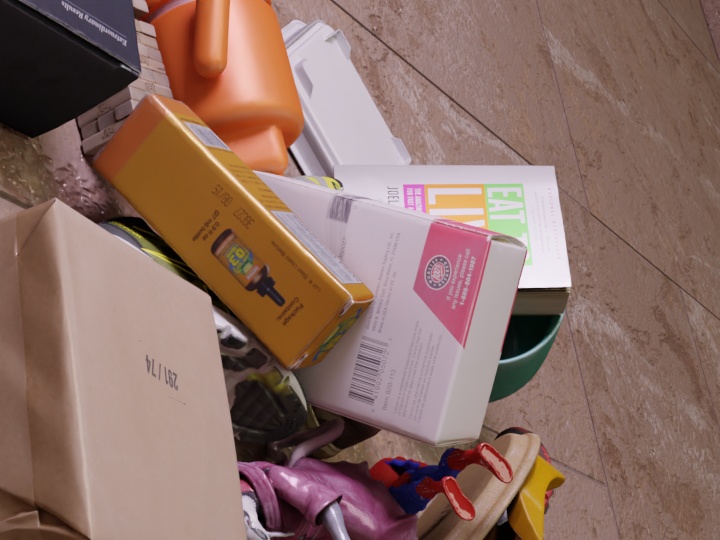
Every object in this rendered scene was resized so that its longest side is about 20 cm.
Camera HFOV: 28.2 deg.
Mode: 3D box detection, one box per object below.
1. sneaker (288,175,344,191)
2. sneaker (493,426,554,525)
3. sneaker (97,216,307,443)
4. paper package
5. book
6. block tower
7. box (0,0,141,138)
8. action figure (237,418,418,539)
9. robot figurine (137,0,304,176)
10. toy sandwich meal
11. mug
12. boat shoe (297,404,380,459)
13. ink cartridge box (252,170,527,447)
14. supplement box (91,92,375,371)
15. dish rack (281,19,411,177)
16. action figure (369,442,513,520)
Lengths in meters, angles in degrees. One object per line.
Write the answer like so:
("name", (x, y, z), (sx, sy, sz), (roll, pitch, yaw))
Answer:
("sneaker", (0.000, 0.000, 1.158), (0.076, 0.075, 0.201), (-22, 73, -37))
("sneaker", (0.127, 0.199, 1.301), (0.098, 0.070, 0.201), (56, 29, -24))
("sneaker", (-0.108, 0.032, 0.965), (0.200, 0.074, 0.085), (44, 25, -15))
("paper package", (-0.151, 0.084, 0.789), (0.200, 0.102, 0.193), (42, 34, -65))
("book", (0.076, -0.029, 1.243), (0.048, 0.197, 0.135), (94, -6, -59))
("block tower", (-0.188, -0.182, 1.041), (0.058, 0.054, 0.203), (10, 61, -59))
("box", (-0.233, -0.212, 0.922), (0.148, 0.103, 0.202), (29, 45, -51))
("action figure", (-0.042, 0.151, 0.951), (0.199, 0.133, 0.151), (25, 46, -57))
("robot figurine", (-0.110, -0.153, 1.093), (0.143, 0.116, 0.202), (14, 56, -59))
("toy sandwich meal", (0.087, 0.210, 1.082), (0.070, 0.205, 0.205), (41, 28, 0))
("mug", (0.114, 0.035, 1.299), (0.153, 0.184, 0.115), (54, -23, 22))
("boat shoe", (-0.037, 0.042, 1.120), (0.072, 0.071, 0.202), (-4, 72, -63))
("ink cartridge box", (0.000, 0.023, 1.012), (0.083, 0.198, 0.149), (8, 98, -64))
("supplement box", (-0.084, -0.026, 0.955), (0.200, 0.067, 0.069), (46, 11, 13))
("dish rack", (-0.018, -0.138, 1.342), (0.202, 0.043, 0.172), (60, 26, -14))
("action figure", (0.039, 0.164, 1.056), (0.065, 0.199, 0.052), (-44, 101, -25))
